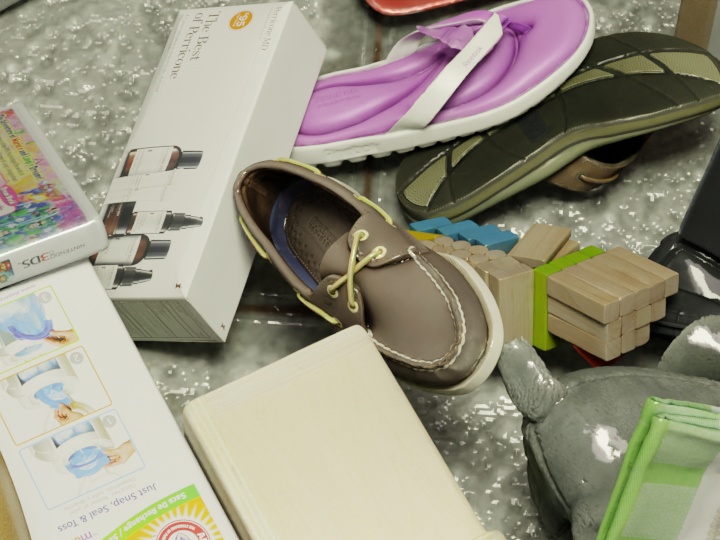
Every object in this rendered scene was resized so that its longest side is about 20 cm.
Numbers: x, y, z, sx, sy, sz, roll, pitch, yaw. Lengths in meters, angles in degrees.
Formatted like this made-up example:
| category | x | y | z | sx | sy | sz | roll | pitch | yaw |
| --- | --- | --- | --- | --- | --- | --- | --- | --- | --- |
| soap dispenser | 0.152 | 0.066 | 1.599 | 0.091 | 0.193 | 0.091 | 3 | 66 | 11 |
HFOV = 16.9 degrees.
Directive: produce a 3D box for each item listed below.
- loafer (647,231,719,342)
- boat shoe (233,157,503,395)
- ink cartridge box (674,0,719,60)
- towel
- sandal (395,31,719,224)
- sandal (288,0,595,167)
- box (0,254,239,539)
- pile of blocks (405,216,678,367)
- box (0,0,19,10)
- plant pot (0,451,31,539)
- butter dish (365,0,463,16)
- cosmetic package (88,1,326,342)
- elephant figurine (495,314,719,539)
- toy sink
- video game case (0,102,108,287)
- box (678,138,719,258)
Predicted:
| category | x | y | z | sx | sy | sz | roll | pitch | yaw |
| --- | --- | --- | --- | --- | --- | --- | --- | --- | --- |
| loafer | 0.237 | 0.053 | 1.314 | 0.200 | 0.068 | 0.071 | 30 | 85 | 10 |
| boat shoe | 0.000 | 0.000 | 1.259 | 0.072 | 0.059 | 0.200 | -56 | 42 | 8 |
| ink cartridge box | 0.283 | -0.143 | 1.362 | 0.199 | 0.165 | 0.075 | 28 | 65 | 15 |
| towel | 0.198 | 0.144 | 1.181 | 0.199 | 0.150 | 0.031 | 10 | 13 | -31 |
| sandal | 0.116 | -0.075 | 1.387 | 0.200 | 0.057 | 0.080 | -24 | 44 | 6 |
| sandal | 0.038 | -0.112 | 1.379 | 0.202 | 0.050 | 0.083 | -23 | 48 | 3 |
| box | -0.141 | 0.114 | 1.240 | 0.101 | 0.113 | 0.201 | -23 | 62 | -16 |
| pile of blocks | 0.075 | 0.016 | 1.329 | 0.199 | 0.063 | 0.082 | 12 | 28 | 23 |
| box | -0.244 | -0.285 | 1.413 | 0.171 | 0.200 | 0.199 | -30 | 64 | -19 |
| plant pot | -0.198 | 0.118 | 1.191 | 0.027 | 0.200 | 0.201 | -20 | 62 | -23 |
| butter dish | 0.069 | -0.280 | 1.446 | 0.198 | 0.148 | 0.201 | -15 | 62 | -10 |
| cosmetic package | -0.090 | -0.057 | 1.357 | 0.082 | 0.051 | 0.201 | 0 | 57 | 29 |
| elephant figurine | 0.190 | 0.092 | 1.243 | 0.199 | 0.155 | 0.142 | -22 | 61 | -4 |
| toy sink | 0.004 | 0.152 | 1.212 | 0.111 | 0.131 | 0.201 | -24 | 63 | -14 |
| video game case | -0.244 | -0.024 | 1.306 | 0.181 | 0.024 | 0.200 | -20 | 27 | -12 |
| box | 0.289 | -0.038 | 1.278 | 0.199 | 0.123 | 0.106 | 30 | 40 | 13 |
